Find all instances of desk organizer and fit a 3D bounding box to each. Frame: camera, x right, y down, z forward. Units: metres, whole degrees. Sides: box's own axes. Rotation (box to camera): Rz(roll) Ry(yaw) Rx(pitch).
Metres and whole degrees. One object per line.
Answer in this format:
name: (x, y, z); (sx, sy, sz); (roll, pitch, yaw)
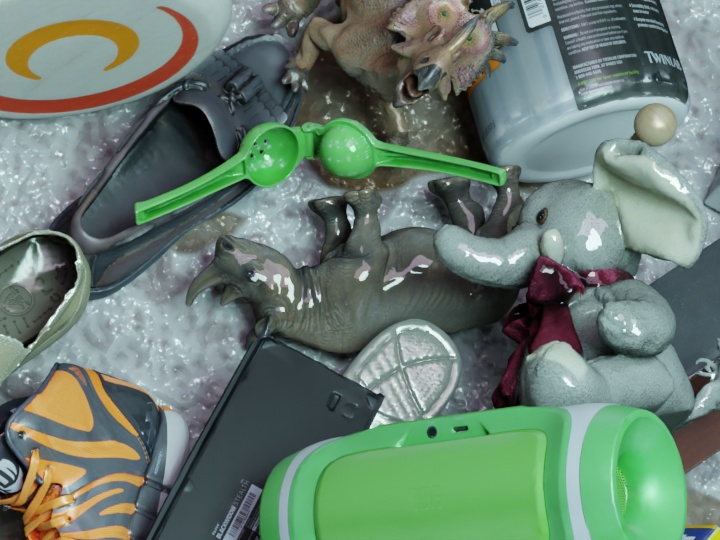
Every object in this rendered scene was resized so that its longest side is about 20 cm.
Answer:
desk organizer: (0.185, 0.053, 1.554); (0.200, 0.077, 0.072); (-32, 48, -9)

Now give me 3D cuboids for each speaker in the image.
speaker: (0.051, 0.114, 1.330); (0.088, 0.199, 0.089); (20, 66, -53)

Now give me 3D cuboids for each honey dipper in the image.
honey dipper: (0.133, -0.043, 1.512); (0.038, 0.200, 0.038); (5, 68, -14)

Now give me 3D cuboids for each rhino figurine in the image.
rhino figurine: (0.000, 0.000, 1.535); (0.199, 0.060, 0.088); (-10, 89, -17)

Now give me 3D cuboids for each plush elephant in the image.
plush elephant: (0.107, 0.019, 1.447); (0.199, 0.165, 0.155); (-14, 69, -29)

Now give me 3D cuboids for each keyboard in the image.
keyboard: (-0.053, 0.138, 1.426); (0.104, 0.040, 0.200); (29, 61, -2)

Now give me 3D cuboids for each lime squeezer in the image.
lime squeezer: (-0.024, -0.060, 1.507); (0.199, 0.071, 0.038); (-5, 105, -3)

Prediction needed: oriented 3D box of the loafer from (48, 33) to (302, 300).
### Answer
loafer: (-0.095, -0.063, 1.535); (0.072, 0.063, 0.200); (41, 65, 4)

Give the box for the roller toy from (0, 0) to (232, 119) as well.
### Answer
roller toy: (-0.166, -0.178, 1.493); (0.182, 0.200, 0.140); (-7, 70, -11)

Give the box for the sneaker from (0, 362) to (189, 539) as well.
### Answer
sneaker: (-0.160, 0.138, 1.415); (0.112, 0.077, 0.201); (31, 50, -30)

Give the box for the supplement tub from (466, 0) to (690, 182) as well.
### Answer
supplement tub: (0.105, -0.162, 1.595); (0.122, 0.123, 0.201); (-10, 71, -18)

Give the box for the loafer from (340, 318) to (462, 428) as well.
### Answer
loafer: (-0.026, 0.106, 1.491); (0.200, 0.063, 0.072); (-41, 89, -19)

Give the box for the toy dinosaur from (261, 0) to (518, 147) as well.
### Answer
toy dinosaur: (0.021, -0.152, 1.543); (0.086, 0.136, 0.201); (11, 52, -35)

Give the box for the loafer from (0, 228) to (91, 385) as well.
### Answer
loafer: (-0.212, 0.040, 1.409); (0.076, 0.068, 0.200); (39, 59, 6)

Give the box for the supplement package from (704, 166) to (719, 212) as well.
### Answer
supplement package: (0.325, -0.060, 1.612); (0.200, 0.121, 0.120); (29, 64, -3)

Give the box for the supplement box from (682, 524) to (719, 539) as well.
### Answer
supplement box: (0.087, 0.198, 1.362); (0.109, 0.199, 0.109); (-40, 115, -43)
